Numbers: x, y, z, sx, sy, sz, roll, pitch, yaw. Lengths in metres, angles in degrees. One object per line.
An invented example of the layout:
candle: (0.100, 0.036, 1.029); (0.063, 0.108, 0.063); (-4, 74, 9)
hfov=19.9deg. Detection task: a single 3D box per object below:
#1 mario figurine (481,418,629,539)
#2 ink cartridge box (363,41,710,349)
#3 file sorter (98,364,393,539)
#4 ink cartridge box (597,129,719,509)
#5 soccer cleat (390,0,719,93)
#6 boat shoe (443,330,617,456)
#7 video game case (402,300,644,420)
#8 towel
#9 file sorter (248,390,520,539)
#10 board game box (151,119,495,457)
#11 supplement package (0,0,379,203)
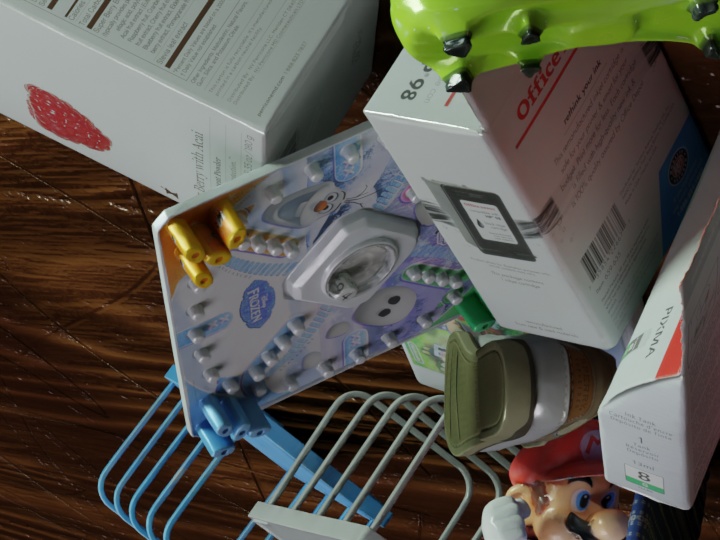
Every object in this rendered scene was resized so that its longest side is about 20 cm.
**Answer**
mario figurine: (0.129, 0.188, 1.226); (0.106, 0.200, 0.123); (8, -175, 19)
ink cartridge box: (0.076, -0.071, 0.905); (0.067, 0.116, 0.200); (13, 151, 38)
file sorter: (-0.095, 0.171, 1.526); (0.139, 0.123, 0.200); (39, 171, -20)
ink cartridge box: (0.148, -0.010, 0.884); (0.050, 0.161, 0.200); (17, 154, 21)
soccer cleat: (0.109, -0.120, 0.785); (0.200, 0.081, 0.068); (-6, 156, -5)
boat shoe: (0.091, 0.070, 1.159); (0.068, 0.075, 0.200); (0, 180, -9)
video game case: (0.093, 0.038, 1.222); (0.182, 0.022, 0.200); (18, 154, 27)
towel: (0.166, 0.169, 1.173); (0.024, 0.200, 0.145); (3, 147, 20)
file sorter: (0.044, 0.160, 1.364); (0.139, 0.125, 0.200); (38, 164, -17)
board game box: (0.000, 0.000, 1.027); (0.026, 0.200, 0.200); (57, 163, 31)
supplement package: (-0.105, -0.125, 1.007); (0.200, 0.120, 0.121); (27, 157, 10)
